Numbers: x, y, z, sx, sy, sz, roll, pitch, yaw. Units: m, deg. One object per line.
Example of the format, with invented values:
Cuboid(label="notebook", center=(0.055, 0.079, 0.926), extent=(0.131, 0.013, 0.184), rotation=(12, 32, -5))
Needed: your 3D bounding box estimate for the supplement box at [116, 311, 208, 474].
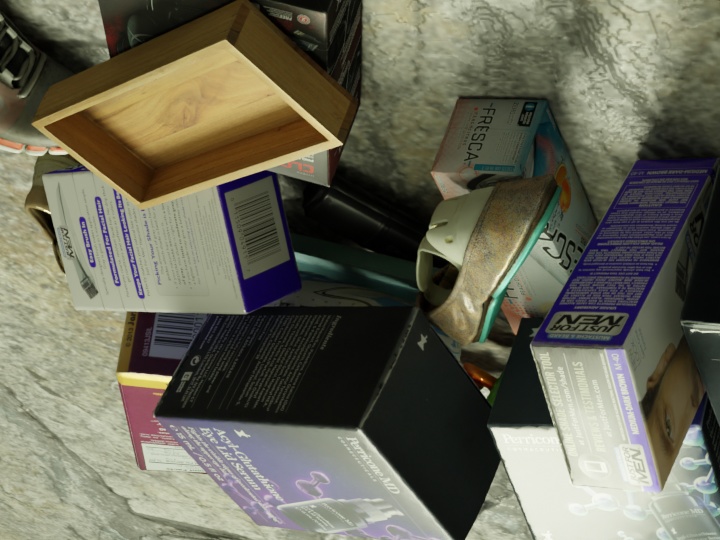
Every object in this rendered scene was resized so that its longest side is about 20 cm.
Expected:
Cuboid(label="supplement box", center=(-0.140, 0.078, 1.339), extent=(0.103, 0.132, 0.200), rotation=(5, 152, 0))

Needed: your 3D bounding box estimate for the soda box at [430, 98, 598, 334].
Cuboid(label="soda box", center=(0.116, -0.030, 1.074), extent=(0.068, 0.064, 0.200), rotation=(4, 148, 28))

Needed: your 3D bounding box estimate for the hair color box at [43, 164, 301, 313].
Cuboid(label="hair color box", center=(-0.141, -0.029, 1.160), extent=(0.199, 0.065, 0.110), rotation=(0, 107, 42))

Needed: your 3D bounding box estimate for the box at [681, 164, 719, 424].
Cuboid(label="box", center=(0.280, 0.028, 0.963), extent=(0.107, 0.149, 0.200), rotation=(4, 148, 28))

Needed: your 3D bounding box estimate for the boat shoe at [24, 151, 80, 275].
Cuboid(label="boat shoe", center=(-0.228, -0.021, 1.308), extent=(0.071, 0.065, 0.200), rotation=(8, 150, 22))

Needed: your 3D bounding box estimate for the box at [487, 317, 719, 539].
Cuboid(label="box", center=(0.195, 0.136, 1.100), extent=(0.148, 0.107, 0.201), rotation=(-3, 131, 27))

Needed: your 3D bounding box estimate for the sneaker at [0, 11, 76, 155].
Cuboid(label="sneaker", center=(-0.267, -0.149, 1.108), extent=(0.199, 0.077, 0.082), rotation=(23, 145, -6))

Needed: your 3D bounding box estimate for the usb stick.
Cuboid(label="usb stick", center=(0.048, -0.015, 1.174), extent=(0.199, 0.033, 0.055), rotation=(28, 154, -13))

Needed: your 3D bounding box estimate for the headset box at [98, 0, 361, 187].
Cuboid(label="headset box", center=(-0.078, -0.142, 0.993), extent=(0.148, 0.078, 0.200), rotation=(16, 150, 8))

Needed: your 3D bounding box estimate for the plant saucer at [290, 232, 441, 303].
Cuboid(label="plant saucer", center=(0.000, 0.000, 1.201), extent=(0.199, 0.019, 0.070), rotation=(15, 165, 37))

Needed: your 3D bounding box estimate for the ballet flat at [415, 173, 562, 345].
Cuboid(label="ballet flat", center=(0.071, -0.009, 1.008), extent=(0.067, 0.068, 0.200), rotation=(27, 150, 4))

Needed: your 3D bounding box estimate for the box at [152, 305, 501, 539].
Cuboid(label="box", center=(-0.020, 0.109, 1.126), extent=(0.199, 0.105, 0.148), rotation=(-2, 139, 40))

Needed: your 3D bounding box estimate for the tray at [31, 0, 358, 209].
Cuboid(label="tray", center=(-0.106, -0.098, 0.969), extent=(0.199, 0.037, 0.099), rotation=(-13, 138, 45))

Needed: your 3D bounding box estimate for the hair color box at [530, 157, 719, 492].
Cuboid(label="hair color box", center=(0.177, 0.028, 0.967), extent=(0.065, 0.200, 0.110), rotation=(1, 126, 32))

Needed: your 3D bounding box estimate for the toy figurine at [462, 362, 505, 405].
Cuboid(label="toy figurine", center=(0.033, 0.080, 1.293), extent=(0.183, 0.151, 0.200), rotation=(29, 178, 12))

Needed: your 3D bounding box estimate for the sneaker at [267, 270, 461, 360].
Cuboid(label="sneaker", center=(-0.022, 0.041, 1.194), extent=(0.199, 0.072, 0.072), rotation=(12, 177, 21))
